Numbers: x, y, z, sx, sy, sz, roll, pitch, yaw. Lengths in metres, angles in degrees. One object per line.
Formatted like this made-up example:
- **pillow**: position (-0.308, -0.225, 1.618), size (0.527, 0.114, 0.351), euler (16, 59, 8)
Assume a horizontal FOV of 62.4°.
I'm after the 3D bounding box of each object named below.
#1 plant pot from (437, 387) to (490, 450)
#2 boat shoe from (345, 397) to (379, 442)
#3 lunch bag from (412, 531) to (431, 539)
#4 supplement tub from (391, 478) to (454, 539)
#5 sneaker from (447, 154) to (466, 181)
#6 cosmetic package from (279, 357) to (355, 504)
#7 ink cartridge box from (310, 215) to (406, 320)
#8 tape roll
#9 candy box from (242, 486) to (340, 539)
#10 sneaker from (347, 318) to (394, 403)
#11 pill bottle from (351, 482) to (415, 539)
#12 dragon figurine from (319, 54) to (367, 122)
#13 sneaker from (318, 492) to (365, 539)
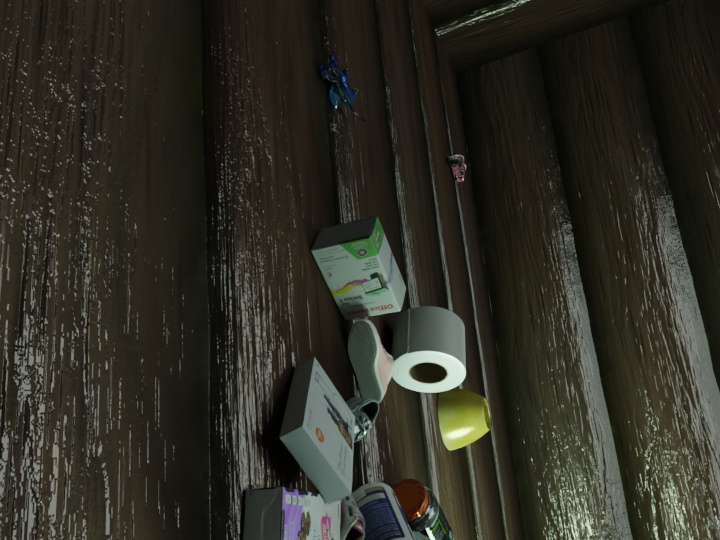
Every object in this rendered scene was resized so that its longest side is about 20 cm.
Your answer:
- **plant pot**: position (0.347, 0.478, 1.948), size (0.199, 0.139, 0.205), euler (-12, 90, -68)
- **boat shoe**: position (-0.012, 0.307, 1.204), size (0.200, 0.070, 0.072), euler (-31, 108, -68)
- **lunch bag**: position (0.099, 0.633, 1.232), size (0.162, 0.076, 0.200), euler (-53, 140, -8)
- **supplement tub**: position (0.137, 0.585, 1.377), size (0.124, 0.120, 0.203), euler (-73, 145, -51)
- **sneaker**: position (0.468, -0.491, 2.870), size (0.199, 0.077, 0.098), euler (31, 62, -61)
- **cosmetic package**: position (-0.068, 0.267, 1.018), size (0.152, 0.051, 0.201), euler (56, 14, -19)
- **ink cartridge box**: position (0.000, 0.000, 1.293), size (0.085, 0.141, 0.203), euler (-72, 144, -51)
- **tape roll**: position (0.179, 0.212, 1.573), size (0.204, 0.198, 0.142), euler (57, 29, -43)
- **candy box**: position (-0.101, 0.432, 0.910), size (0.200, 0.070, 0.172), euler (45, 39, -56)
- **sneaker**: position (0.027, 0.192, 1.359), size (0.105, 0.074, 0.205), euler (-44, 127, -61)
- **pill bottle**: position (0.045, 0.504, 1.092), size (0.112, 0.109, 0.201), euler (63, -4, -34)
- **dragon figurine**: position (-0.047, -0.455, 1.524), size (0.100, 0.058, 0.203), euler (-68, 141, -55)
- **sneaker**: position (-0.028, 0.448, 1.067), size (0.082, 0.086, 0.203), euler (58, 29, -42)
